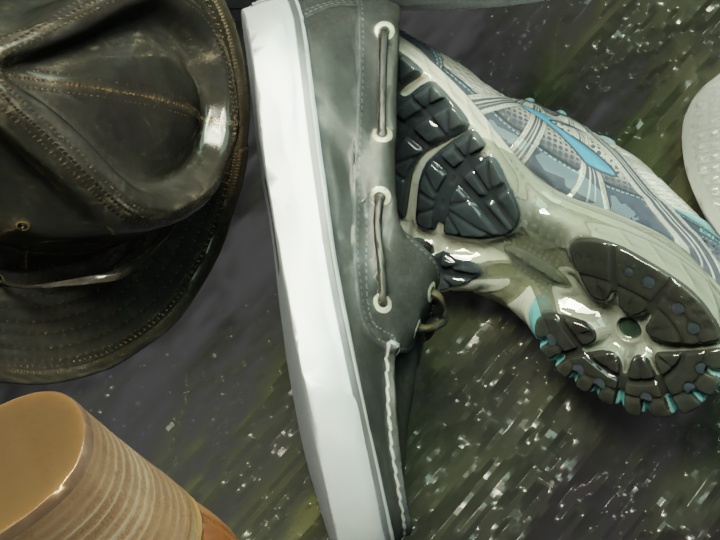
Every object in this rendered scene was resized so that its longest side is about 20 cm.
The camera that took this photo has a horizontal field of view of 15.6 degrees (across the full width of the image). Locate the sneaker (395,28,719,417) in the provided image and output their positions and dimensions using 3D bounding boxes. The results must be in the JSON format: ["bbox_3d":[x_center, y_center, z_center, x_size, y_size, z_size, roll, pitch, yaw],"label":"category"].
[{"bbox_3d":[0.059,-0.026,0.974,0.200,0.078,0.086,39,33,7],"label":"sneaker"}]

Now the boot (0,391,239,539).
[{"bbox_3d":[-0.118,0.125,0.738,0.200,0.155,0.077,-31,43,4],"label":"boot"}]

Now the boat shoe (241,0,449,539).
[{"bbox_3d":[0.000,0.000,0.896,0.057,0.069,0.200,-8,81,-4],"label":"boat shoe"}]

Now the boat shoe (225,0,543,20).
[{"bbox_3d":[0.012,-0.131,0.942,0.072,0.200,0.071,2,89,-62],"label":"boat shoe"}]

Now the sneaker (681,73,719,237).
[{"bbox_3d":[0.189,0.004,1.005,0.074,0.082,0.200,-31,51,3],"label":"sneaker"}]

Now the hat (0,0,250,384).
[{"bbox_3d":[-0.099,-0.053,0.861,0.201,0.081,0.201,-1,91,-38],"label":"hat"}]
